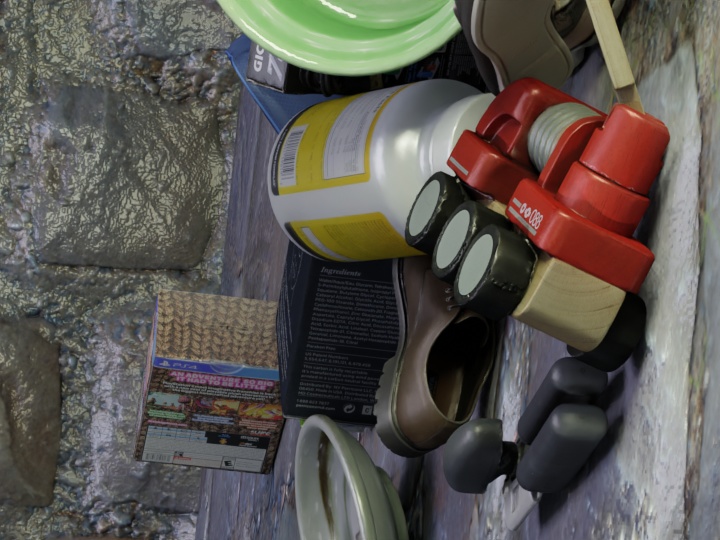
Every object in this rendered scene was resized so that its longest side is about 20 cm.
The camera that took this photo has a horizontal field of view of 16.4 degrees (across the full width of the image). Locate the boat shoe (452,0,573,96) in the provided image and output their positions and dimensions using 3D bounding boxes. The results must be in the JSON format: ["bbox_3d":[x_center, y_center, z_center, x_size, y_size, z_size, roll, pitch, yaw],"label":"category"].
[{"bbox_3d":[0.077,-0.151,1.384,0.057,0.067,0.200,52,174,21],"label":"boat shoe"}]

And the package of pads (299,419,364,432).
[{"bbox_3d":[-0.019,0.029,2.219,0.200,0.068,0.155,-100,17,-60],"label":"package of pads"}]

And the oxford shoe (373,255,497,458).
[{"bbox_3d":[0.066,0.025,1.701,0.084,0.073,0.201,-26,54,54],"label":"oxford shoe"}]

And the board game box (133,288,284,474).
[{"bbox_3d":[-0.163,0.127,2.803,0.200,0.159,0.097,107,167,-48],"label":"board game box"}]

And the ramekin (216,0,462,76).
[{"bbox_3d":[0.003,-0.224,1.535,0.098,0.199,0.201,-35,-45,-71],"label":"ramekin"}]

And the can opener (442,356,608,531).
[{"bbox_3d":[0.090,0.100,1.426,0.200,0.067,0.054,108,165,-68],"label":"can opener"}]

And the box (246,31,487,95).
[{"bbox_3d":[0.020,-0.222,1.737,0.050,0.198,0.201,22,109,45],"label":"box"}]

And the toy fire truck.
[{"bbox_3d":[0.109,-0.075,1.343,0.200,0.128,0.176,-62,18,9],"label":"toy fire truck"}]

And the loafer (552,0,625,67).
[{"bbox_3d":[0.114,-0.166,1.474,0.200,0.063,0.072,119,154,-70],"label":"loafer"}]

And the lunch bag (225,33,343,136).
[{"bbox_3d":[-0.022,-0.161,2.077,0.136,0.132,0.200,56,180,-12],"label":"lunch bag"}]

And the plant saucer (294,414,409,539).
[{"bbox_3d":[0.000,0.207,1.926,0.200,0.050,0.201,171,90,-75],"label":"plant saucer"}]

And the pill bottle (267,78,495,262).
[{"bbox_3d":[0.033,-0.065,1.634,0.200,0.112,0.112,-5,78,56],"label":"pill bottle"}]

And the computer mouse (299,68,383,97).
[{"bbox_3d":[0.045,-0.177,1.690,0.046,0.200,0.141,40,129,27],"label":"computer mouse"}]

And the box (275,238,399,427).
[{"bbox_3d":[0.000,0.000,1.974,0.149,0.107,0.200,-97,15,-58],"label":"box"}]
